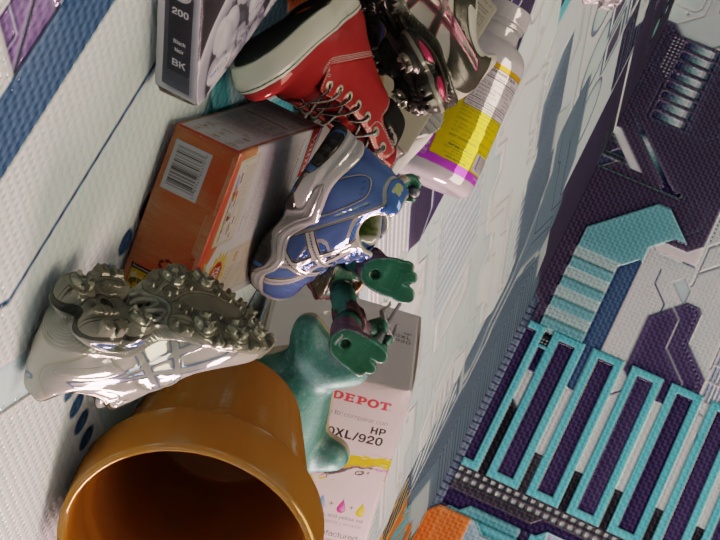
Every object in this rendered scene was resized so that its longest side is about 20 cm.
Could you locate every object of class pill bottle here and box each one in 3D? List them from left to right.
[{"bbox_3d":[0.104,-0.184,2.108,0.104,0.103,0.202,37,76,-78],"label":"pill bottle"}]

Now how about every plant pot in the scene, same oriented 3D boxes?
[{"bbox_3d":[-0.119,0.164,1.593,0.184,0.198,0.202,-77,-177,-58],"label":"plant pot"}]

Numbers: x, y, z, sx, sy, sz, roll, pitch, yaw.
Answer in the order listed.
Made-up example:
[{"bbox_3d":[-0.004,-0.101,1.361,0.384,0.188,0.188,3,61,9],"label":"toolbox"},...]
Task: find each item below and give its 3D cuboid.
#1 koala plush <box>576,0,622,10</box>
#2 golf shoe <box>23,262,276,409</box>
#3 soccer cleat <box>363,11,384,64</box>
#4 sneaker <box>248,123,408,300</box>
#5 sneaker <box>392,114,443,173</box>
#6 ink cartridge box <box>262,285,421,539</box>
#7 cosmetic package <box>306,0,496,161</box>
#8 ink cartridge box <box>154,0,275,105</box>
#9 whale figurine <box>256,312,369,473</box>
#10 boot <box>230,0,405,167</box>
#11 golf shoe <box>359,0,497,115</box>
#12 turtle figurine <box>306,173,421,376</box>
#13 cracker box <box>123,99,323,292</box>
[{"bbox_3d":[0.156,-0.324,1.744,0.184,0.198,0.179,164,-60,-84],"label":"koala plush"},{"bbox_3d":[-0.148,0.051,1.397,0.199,0.078,0.097,7,128,-48],"label":"golf shoe"},{"bbox_3d":[0.003,-0.247,1.669,0.084,0.064,0.202,-139,-115,-71],"label":"soccer cleat"},{"bbox_3d":[-0.027,-0.026,1.544,0.076,0.077,0.200,-57,180,-33],"label":"sneaker"},{"bbox_3d":[0.013,-0.115,1.943,0.200,0.076,0.081,-44,166,-53],"label":"sneaker"},{"bbox_3d":[-0.041,0.138,1.882,0.145,0.146,0.202,-82,-172,-62],"label":"ink cartridge box"},{"bbox_3d":[0.030,-0.170,1.779,0.105,0.071,0.201,-32,-159,50],"label":"cosmetic package"},{"bbox_3d":[-0.071,-0.243,1.330,0.201,0.043,0.199,97,20,-51],"label":"ink cartridge box"},{"bbox_3d":[-0.077,0.122,1.721,0.200,0.159,0.104,-42,-171,39],"label":"whale figurine"},{"bbox_3d":[-0.023,-0.125,1.537,0.145,0.072,0.200,67,25,-11],"label":"boot"},{"bbox_3d":[0.040,-0.223,1.611,0.088,0.077,0.201,-31,115,-22],"label":"golf shoe"},{"bbox_3d":[0.000,0.000,1.664,0.200,0.100,0.151,-101,-164,-69],"label":"turtle figurine"},{"bbox_3d":[-0.103,-0.049,1.529,0.135,0.057,0.200,-68,168,15],"label":"cracker box"}]
